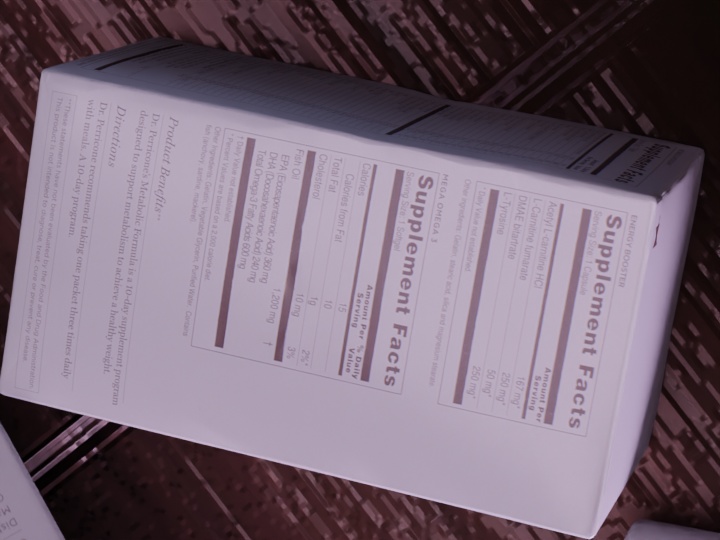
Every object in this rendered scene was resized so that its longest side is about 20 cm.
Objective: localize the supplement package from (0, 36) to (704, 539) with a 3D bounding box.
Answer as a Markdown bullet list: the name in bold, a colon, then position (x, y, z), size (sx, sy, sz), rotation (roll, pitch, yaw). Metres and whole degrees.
- **supplement package**: position (0.000, 0.000, 0.793), size (0.199, 0.114, 0.110), rotation (13, 104, 14)

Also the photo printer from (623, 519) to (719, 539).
- **photo printer**: position (0.176, 0.180, 0.805), size (0.199, 0.069, 0.167), rotation (10, 105, 14)

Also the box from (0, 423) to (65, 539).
- **box**: position (-0.131, 0.157, 0.827), size (0.106, 0.152, 0.201), rotation (-28, 96, -13)
